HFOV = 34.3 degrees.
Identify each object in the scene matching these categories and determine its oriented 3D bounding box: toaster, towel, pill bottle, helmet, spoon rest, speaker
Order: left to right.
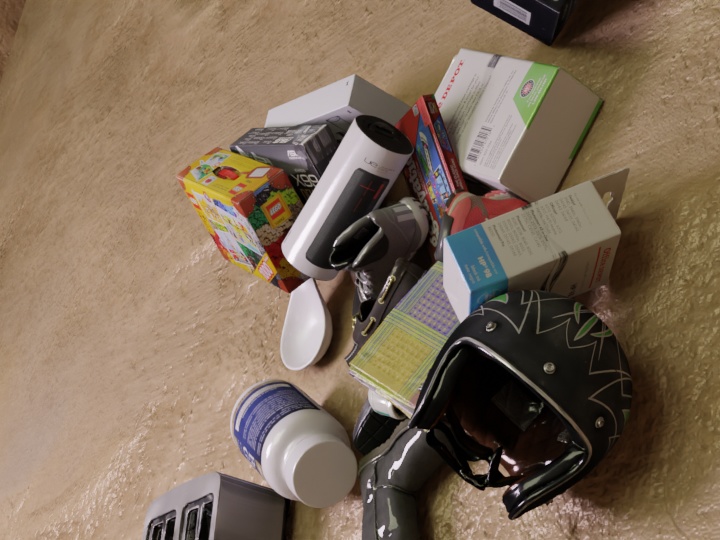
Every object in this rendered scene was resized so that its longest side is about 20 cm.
[{"bbox_3d":[-0.182,0.356,1.464,0.180,0.118,0.201,-28,46,41],"label":"toaster"},{"bbox_3d":[-0.078,0.210,1.409,0.111,0.111,0.200,-63,26,0],"label":"pill bottle"},{"bbox_3d":[-0.065,0.039,1.576,0.099,0.060,0.201,-14,56,50],"label":"spoon rest"},{"bbox_3d":[-0.017,-0.088,1.412,0.200,0.081,0.081,-57,32,27],"label":"speaker"},{"bbox_3d":[0.088,0.065,1.246,0.143,0.023,0.200,27,73,44],"label":"towel"},{"bbox_3d":[0.158,0.112,1.087,0.191,0.199,0.200,-53,34,21],"label":"helmet"}]

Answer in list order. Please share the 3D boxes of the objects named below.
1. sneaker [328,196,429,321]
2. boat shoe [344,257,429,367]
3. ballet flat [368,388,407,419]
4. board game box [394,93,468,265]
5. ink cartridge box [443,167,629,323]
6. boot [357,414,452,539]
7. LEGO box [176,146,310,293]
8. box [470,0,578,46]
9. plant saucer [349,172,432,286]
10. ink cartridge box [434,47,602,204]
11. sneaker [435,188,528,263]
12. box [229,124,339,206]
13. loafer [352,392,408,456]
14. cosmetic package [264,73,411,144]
[{"bbox_3d":[0.000,0.000,1.411,0.075,0.115,0.201,45,130,34],"label":"sneaker"},{"bbox_3d":[0.026,0.055,1.388,0.072,0.060,0.201,-51,-1,-44],"label":"boat shoe"},{"bbox_3d":[0.095,0.092,1.274,0.200,0.070,0.069,-42,33,-5],"label":"ballet flat"},{"bbox_3d":[0.090,-0.095,1.377,0.103,0.019,0.201,-42,64,62],"label":"board game box"},{"bbox_3d":[0.185,-0.016,1.158,0.199,0.116,0.067,-21,64,-6],"label":"ink cartridge box"},{"bbox_3d":[0.049,0.273,1.242,0.182,0.072,0.201,-50,26,44],"label":"boot"},{"bbox_3d":[-0.144,-0.071,1.555,0.077,0.149,0.200,-38,30,-18],"label":"LEGO box"},{"bbox_3d":[0.223,-0.385,1.330,0.199,0.123,0.200,-61,-5,4],"label":"box"},{"bbox_3d":[0.043,-0.059,1.520,0.200,0.032,0.201,-35,42,38],"label":"plant saucer"},{"bbox_3d":[0.166,-0.171,1.376,0.200,0.084,0.146,30,92,57],"label":"ink cartridge box"},{"bbox_3d":[0.148,-0.046,1.233,0.086,0.200,0.074,17,108,27],"label":"sneaker"},{"bbox_3d":[-0.074,-0.113,1.548,0.050,0.158,0.200,-41,26,-24],"label":"box"},{"bbox_3d":[0.056,0.125,1.346,0.200,0.073,0.072,-52,24,1],"label":"loafer"},{"bbox_3d":[-0.016,-0.189,1.583,0.200,0.150,0.052,-12,58,51],"label":"cosmetic package"}]
